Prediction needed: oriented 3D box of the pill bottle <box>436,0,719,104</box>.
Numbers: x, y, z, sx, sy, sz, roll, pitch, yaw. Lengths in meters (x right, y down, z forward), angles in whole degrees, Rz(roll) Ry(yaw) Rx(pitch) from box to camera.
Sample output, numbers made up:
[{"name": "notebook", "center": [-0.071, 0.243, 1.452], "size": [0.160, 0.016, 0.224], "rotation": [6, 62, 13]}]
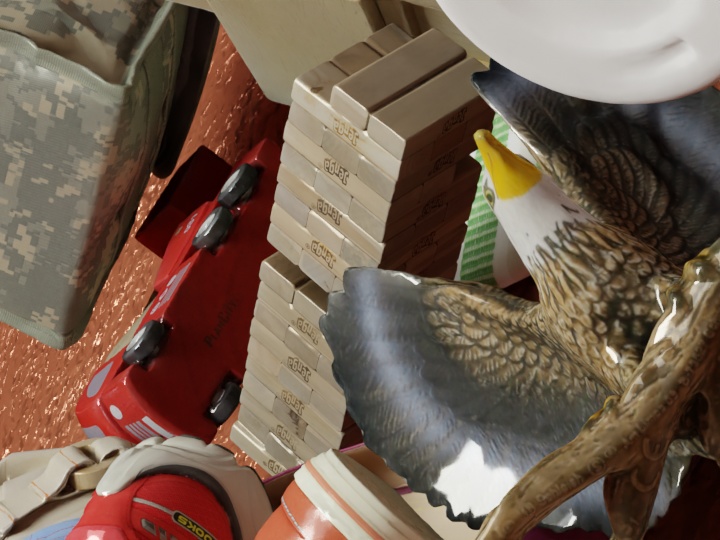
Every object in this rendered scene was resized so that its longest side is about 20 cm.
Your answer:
[{"name": "pill bottle", "center": [0.100, -0.160, 0.896], "size": [0.119, 0.119, 0.200], "rotation": [-36, 21, 46]}]

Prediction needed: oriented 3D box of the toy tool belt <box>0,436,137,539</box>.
[{"name": "toy tool belt", "center": [-0.113, 0.131, 1.070], "size": [0.125, 0.199, 0.123], "rotation": [-63, 22, 25]}]

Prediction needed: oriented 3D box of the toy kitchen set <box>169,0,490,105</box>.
[{"name": "toy kitchen set", "center": [0.018, -0.162, 1.080], "size": [0.163, 0.199, 0.181], "rotation": [60, -134, -72]}]

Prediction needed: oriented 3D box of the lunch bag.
[{"name": "lunch bag", "center": [-0.127, -0.096, 1.227], "size": [0.201, 0.117, 0.164], "rotation": [-69, 0, -46]}]

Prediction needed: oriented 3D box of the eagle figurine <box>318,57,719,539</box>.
[{"name": "eagle figurine", "center": [0.076, 0.011, 0.870], "size": [0.200, 0.151, 0.152], "rotation": [-143, 45, -77]}]

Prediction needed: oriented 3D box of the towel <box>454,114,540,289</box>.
[{"name": "towel", "center": [0.052, -0.050, 1.114], "size": [0.200, 0.023, 0.153], "rotation": [-29, 44, 50]}]

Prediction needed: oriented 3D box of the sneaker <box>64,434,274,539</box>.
[{"name": "sneaker", "center": [-0.064, 0.158, 0.977], "size": [0.077, 0.201, 0.085], "rotation": [-2, 25, 31]}]

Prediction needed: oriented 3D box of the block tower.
[{"name": "block tower", "center": [0.000, 0.000, 1.026], "size": [0.054, 0.058, 0.201], "rotation": [40, 140, 24]}]

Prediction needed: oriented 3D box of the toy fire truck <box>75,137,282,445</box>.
[{"name": "toy fire truck", "center": [-0.073, 0.013, 1.191], "size": [0.141, 0.049, 0.201], "rotation": [-37, 20, 51]}]

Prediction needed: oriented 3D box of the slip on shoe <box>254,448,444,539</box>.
[{"name": "slip on shoe", "center": [0.010, 0.111, 0.877], "size": [0.061, 0.200, 0.074], "rotation": [-46, 65, -1]}]

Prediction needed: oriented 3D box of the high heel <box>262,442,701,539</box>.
[{"name": "high heel", "center": [0.036, 0.068, 0.953], "size": [0.200, 0.096, 0.068], "rotation": [-44, 32, 37]}]
